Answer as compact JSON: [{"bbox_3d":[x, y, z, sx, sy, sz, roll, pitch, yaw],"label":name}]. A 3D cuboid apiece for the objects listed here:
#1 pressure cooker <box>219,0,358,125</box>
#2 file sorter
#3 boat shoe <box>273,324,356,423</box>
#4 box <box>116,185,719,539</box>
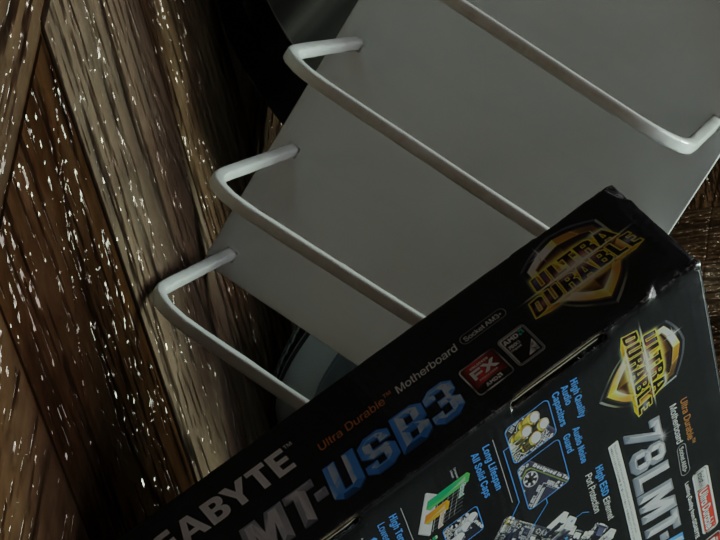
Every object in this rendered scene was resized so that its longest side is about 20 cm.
[{"bbox_3d":[0.042,-0.112,0.990,0.176,0.200,0.179,14,41,-46],"label":"pressure cooker"},{"bbox_3d":[0.038,-0.040,0.817,0.200,0.139,0.125,-58,173,15],"label":"file sorter"},{"bbox_3d":[0.000,-0.002,1.047,0.074,0.068,0.199,90,26,-46],"label":"boat shoe"},{"bbox_3d":[0.029,0.098,0.763,0.050,0.198,0.200,44,-16,35],"label":"box"}]
